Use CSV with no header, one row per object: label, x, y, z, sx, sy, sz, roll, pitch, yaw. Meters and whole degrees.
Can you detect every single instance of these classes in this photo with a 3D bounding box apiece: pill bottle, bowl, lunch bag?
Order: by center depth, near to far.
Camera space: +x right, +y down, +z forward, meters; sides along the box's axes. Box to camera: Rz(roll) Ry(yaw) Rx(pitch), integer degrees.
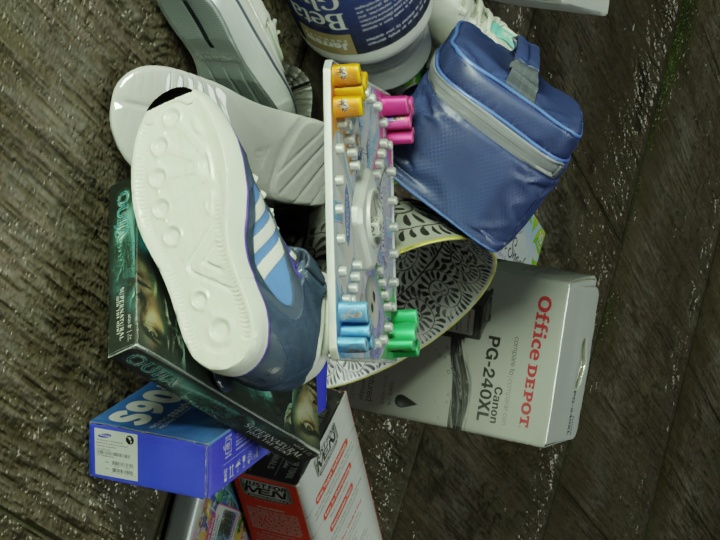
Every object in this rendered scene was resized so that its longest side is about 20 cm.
pill bottle,-0.006,-0.226,1.730,0.200,0.110,0.112,66,40,-54
lunch bag,0.101,-0.117,1.814,0.133,0.136,0.200,-52,-174,14
bowl,0.000,0.000,1.826,0.200,0.094,0.201,-26,156,-12

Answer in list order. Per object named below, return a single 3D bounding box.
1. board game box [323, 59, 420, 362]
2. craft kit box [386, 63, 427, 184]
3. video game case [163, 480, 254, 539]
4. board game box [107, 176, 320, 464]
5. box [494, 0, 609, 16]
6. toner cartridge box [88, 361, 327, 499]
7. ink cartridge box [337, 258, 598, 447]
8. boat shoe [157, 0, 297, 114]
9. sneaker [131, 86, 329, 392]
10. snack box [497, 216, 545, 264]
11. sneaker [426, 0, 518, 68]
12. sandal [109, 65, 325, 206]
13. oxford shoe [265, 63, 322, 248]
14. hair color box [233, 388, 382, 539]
board game box,0.010,-0.037,1.619,0.200,0.026,0.201,12,76,-77
craft kit box,0.042,-0.178,1.964,0.200,0.048,0.199,-19,115,-65
video game case,-0.114,0.242,1.789,0.182,0.024,0.201,35,68,-66
board game box,-0.098,0.036,1.576,0.200,0.028,0.136,34,42,-44
box,0.173,-0.346,2.130,0.152,0.106,0.201,-4,103,-68
toner cartridge box,-0.106,0.103,1.651,0.200,0.094,0.043,-34,130,-62
ink cartridge box,0.092,0.062,1.982,0.083,0.199,0.146,-3,102,-68
boat shoe,-0.081,-0.159,1.623,0.200,0.073,0.067,69,38,-52
sneaker,-0.077,-0.015,1.540,0.146,0.080,0.201,16,56,-64
snack box,0.117,-0.013,2.210,0.200,0.053,0.143,50,52,-63
sneaker,0.094,-0.200,1.910,0.200,0.088,0.075,72,37,-50
sandal,-0.096,-0.086,1.591,0.206,0.059,0.080,15,90,-38
oxford shoe,-0.061,-0.047,1.729,0.084,0.072,0.201,40,64,-72
hair color box,-0.040,0.191,1.834,0.201,0.061,0.102,79,31,-45
